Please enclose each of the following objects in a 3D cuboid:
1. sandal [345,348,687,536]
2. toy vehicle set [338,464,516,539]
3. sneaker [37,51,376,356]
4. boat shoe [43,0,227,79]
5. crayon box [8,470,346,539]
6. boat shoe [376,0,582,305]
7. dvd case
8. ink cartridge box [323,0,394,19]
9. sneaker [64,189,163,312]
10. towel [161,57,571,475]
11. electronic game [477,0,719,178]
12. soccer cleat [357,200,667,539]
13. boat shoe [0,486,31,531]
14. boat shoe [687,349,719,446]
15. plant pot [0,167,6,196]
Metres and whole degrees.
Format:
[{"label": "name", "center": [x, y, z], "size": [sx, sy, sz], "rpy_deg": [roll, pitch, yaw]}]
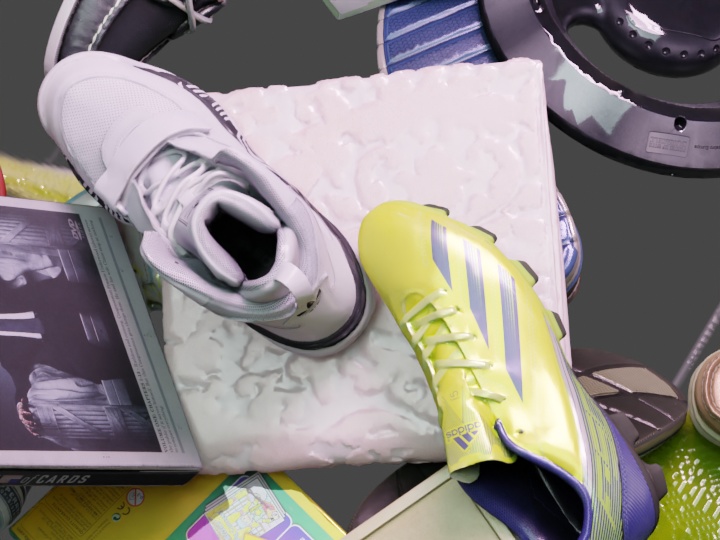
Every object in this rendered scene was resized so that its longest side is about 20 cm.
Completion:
[{"label": "sandal", "center": [0.073, 0.104, 1.188], "size": [0.201, 0.057, 0.080], "rpy_deg": [-32, 52, -22]}, {"label": "toy vehicle set", "center": [0.000, 0.193, 1.099], "size": [0.200, 0.027, 0.125], "rpy_deg": [-34, 72, -1]}, {"label": "sneaker", "center": [-0.081, -0.041, 1.120], "size": [0.200, 0.115, 0.075], "rpy_deg": [41, 91, 13]}, {"label": "boat shoe", "center": [-0.093, -0.167, 1.298], "size": [0.060, 0.076, 0.200], "rpy_deg": [29, 79, 22]}, {"label": "crayon box", "center": [-0.062, 0.159, 1.194], "size": [0.119, 0.058, 0.200], "rpy_deg": [-45, 72, -8]}, {"label": "boat shoe", "center": [0.059, -0.062, 1.243], "size": [0.072, 0.072, 0.201], "rpy_deg": [-18, 66, 3]}, {"label": "dvd case", "center": [-0.174, 0.030, 1.110], "size": [0.025, 0.199, 0.151], "rpy_deg": [-39, 61, 34]}, {"label": "ink cartridge box", "center": [0.070, -0.221, 1.243], "size": [0.199, 0.048, 0.146], "rpy_deg": [-15, 45, 28]}, {"label": "sneaker", "center": [-0.078, 0.009, 1.236], "size": [0.199, 0.080, 0.131], "rpy_deg": [-24, 69, 1]}, {"label": "towel", "center": [0.000, 0.000, 1.174], "size": [0.199, 0.032, 0.192], "rpy_deg": [-4, 81, 11]}, {"label": "electronic game", "center": [0.157, -0.133, 1.242], "size": [0.199, 0.042, 0.201], "rpy_deg": [6, 57, -10]}, {"label": "soccer cleat", "center": [0.057, 0.053, 1.093], "size": [0.084, 0.065, 0.200], "rpy_deg": [-28, 76, -38]}, {"label": "boat shoe", "center": [-0.243, 0.075, 1.250], "size": [0.199, 0.071, 0.091], "rpy_deg": [11, 47, 23]}, {"label": "boat shoe", "center": [0.260, 0.055, 1.174], "size": [0.199, 0.066, 0.074], "rpy_deg": [-2, 69, 4]}, {"label": "plant pot", "center": [-0.277, -0.064, 1.214], "size": [0.199, 0.183, 0.201], "rpy_deg": [-3, 50, 3]}]
